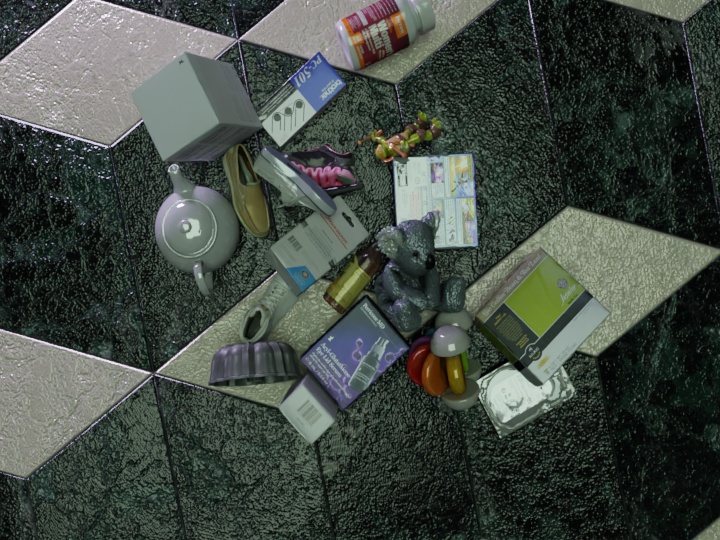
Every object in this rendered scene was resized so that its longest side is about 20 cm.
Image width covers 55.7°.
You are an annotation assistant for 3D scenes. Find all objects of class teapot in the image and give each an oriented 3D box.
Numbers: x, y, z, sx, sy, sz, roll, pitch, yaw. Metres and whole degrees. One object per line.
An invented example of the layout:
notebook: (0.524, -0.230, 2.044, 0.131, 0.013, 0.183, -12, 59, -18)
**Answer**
teapot: (-0.351, -0.082, 1.439, 0.197, 0.146, 0.200, 31, 91, -1)

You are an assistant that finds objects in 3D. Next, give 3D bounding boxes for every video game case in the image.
video game case: (0.163, -0.148, 1.487, 0.176, 0.045, 0.206, -3, 91, 2)

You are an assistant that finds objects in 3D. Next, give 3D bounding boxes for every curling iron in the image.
curling iron: (-0.082, -0.158, 1.464, 0.195, 0.026, 0.050, -11, 50, 19)

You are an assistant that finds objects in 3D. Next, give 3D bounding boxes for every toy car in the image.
toy car: (0.170, 0.185, 1.426, 0.146, 0.201, 0.179, -9, 111, 17)

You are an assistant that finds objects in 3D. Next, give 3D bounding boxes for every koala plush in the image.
koala plush: (0.104, -0.016, 1.394, 0.174, 0.183, 0.204, -20, 123, -24)

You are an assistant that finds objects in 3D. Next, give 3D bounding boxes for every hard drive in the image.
hard drive: (0.356, 0.257, 1.495, 0.197, 0.038, 0.142, -29, 91, -1)

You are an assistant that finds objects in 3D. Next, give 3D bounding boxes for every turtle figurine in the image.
turtle figurine: (0.093, -0.271, 1.442, 0.159, 0.199, 0.065, -30, 117, -16)

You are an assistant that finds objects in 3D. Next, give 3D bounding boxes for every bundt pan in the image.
bundt pan: (-0.222, 0.194, 1.422, 0.196, 0.202, 0.078, -6, 76, 0)

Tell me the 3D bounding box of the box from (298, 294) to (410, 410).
box: (-0.012, 0.172, 1.461, 0.200, 0.104, 0.148, -43, 90, 1)

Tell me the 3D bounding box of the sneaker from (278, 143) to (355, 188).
sneaker: (-0.100, -0.235, 1.484, 0.195, 0.079, 0.097, 12, 64, 4)

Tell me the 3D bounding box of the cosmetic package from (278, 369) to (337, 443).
cosmetic package: (-0.103, 0.275, 1.414, 0.074, 0.200, 0.102, -42, 90, 0)

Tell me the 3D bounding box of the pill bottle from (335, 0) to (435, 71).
pill bottle: (0.054, -0.518, 1.453, 0.196, 0.110, 0.112, -26, 90, 1)

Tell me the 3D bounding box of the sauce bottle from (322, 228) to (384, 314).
sauce bottle: (0.000, 0.000, 1.481, 0.066, 0.066, 0.201, 39, 88, 0)

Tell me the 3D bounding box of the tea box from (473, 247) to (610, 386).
tea box: (0.371, 0.100, 1.422, 0.200, 0.134, 0.197, -44, 77, -2)

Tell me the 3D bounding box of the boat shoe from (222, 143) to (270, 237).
boat shoe: (-0.240, -0.172, 1.463, 0.071, 0.076, 0.204, -24, 91, -35)

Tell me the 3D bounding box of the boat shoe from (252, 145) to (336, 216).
boat shoe: (-0.145, -0.163, 1.417, 0.201, 0.075, 0.087, 39, 108, -2)

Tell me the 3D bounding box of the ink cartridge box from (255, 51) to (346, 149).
ink cartridge box: (-0.132, -0.370, 1.487, 0.200, 0.044, 0.094, -43, 92, 0)

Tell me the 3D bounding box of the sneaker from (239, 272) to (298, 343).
sneaker: (-0.188, 0.073, 1.456, 0.073, 0.116, 0.203, 31, 89, 2)

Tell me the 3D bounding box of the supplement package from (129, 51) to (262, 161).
supplement package: (-0.329, -0.327, 1.392, 0.148, 0.200, 0.154, -27, 90, 19)

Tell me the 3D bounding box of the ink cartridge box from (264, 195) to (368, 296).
ink cartridge box: (-0.092, -0.054, 1.459, 0.199, 0.068, 0.117, -39, 91, -22)
